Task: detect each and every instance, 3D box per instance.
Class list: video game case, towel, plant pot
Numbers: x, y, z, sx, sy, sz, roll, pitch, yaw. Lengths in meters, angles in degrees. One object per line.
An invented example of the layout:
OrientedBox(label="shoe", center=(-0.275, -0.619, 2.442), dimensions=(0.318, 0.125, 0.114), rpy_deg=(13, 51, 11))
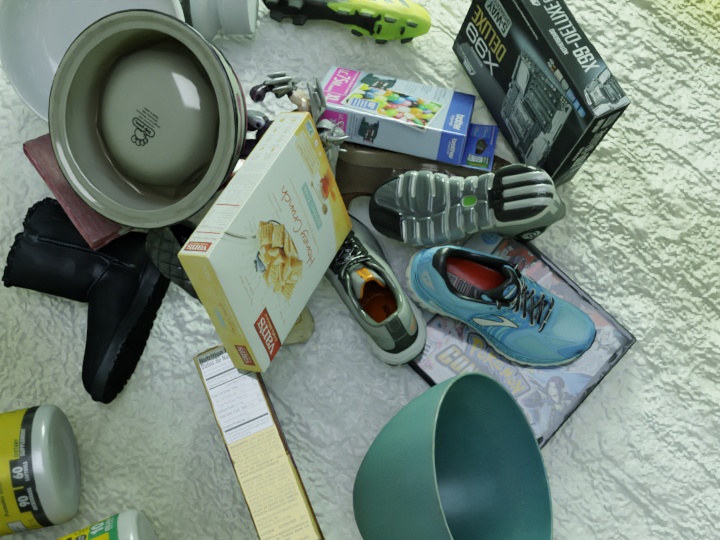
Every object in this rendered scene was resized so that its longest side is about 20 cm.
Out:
OrientedBox(label="video game case", center=(0.150, 0.069, 1.072), dimensions=(0.200, 0.026, 0.181), rpy_deg=(43, 79, 13))
OrientedBox(label="towel", center=(-0.235, -0.117, 1.108), dimensions=(0.198, 0.023, 0.145), rpy_deg=(-29, 70, -29))
OrientedBox(label="plant pot", center=(0.071, 0.209, 0.965), dimensions=(0.133, 0.199, 0.204), rpy_deg=(-21, 70, 33))

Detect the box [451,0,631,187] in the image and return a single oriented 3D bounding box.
OrientedBox(label="box", center=(0.180, -0.205, 1.082), dimensions=(0.049, 0.158, 0.202), rpy_deg=(-22, 74, -20))

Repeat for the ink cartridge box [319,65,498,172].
OrientedBox(label="ink cartridge box", center=(0.050, -0.163, 1.104), dimensions=(0.197, 0.043, 0.120), rpy_deg=(15, 31, 4))

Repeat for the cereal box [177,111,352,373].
OrientedBox(label="cereal box", center=(-0.081, -0.028, 0.964), dimensions=(0.039, 0.145, 0.201), rpy_deg=(5, 47, 28))

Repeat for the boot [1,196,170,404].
OrientedBox(label="boot", center=(-0.290, 0.022, 1.076), dimensions=(0.160, 0.074, 0.201), rpy_deg=(18, 68, 4))

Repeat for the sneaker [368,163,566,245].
OrientedBox(label="sneaker", center=(0.114, -0.053, 1.054), dimensions=(0.197, 0.115, 0.076), rpy_deg=(-1, 77, 30))

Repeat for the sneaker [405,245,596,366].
OrientedBox(label="sneaker", center=(0.141, 0.034, 1.015), dimensions=(0.197, 0.090, 0.080), rpy_deg=(22, 74, -7))

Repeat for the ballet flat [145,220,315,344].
OrientedBox(label="ballet flat", center=(-0.130, 0.015, 1.058), dimensions=(0.198, 0.057, 0.067), rpy_deg=(32, 60, -13))

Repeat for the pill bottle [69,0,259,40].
OrientedBox(label="pill bottle", center=(-0.215, -0.309, 1.151), dimensions=(0.196, 0.114, 0.116), rpy_deg=(2, 73, 2))

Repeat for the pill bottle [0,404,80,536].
OrientedBox(label="pill bottle", center=(-0.379, 0.202, 1.003), dimensions=(0.196, 0.114, 0.116), rpy_deg=(-11, 73, -1))

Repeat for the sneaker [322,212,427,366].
OrientedBox(label="sneaker", center=(0.000, 0.000, 1.059), dimensions=(0.073, 0.080, 0.201), rpy_deg=(-34, 58, -3))

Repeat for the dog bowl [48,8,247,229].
OrientedBox(label="dog bowl", center=(-0.196, -0.145, 1.006), dimensions=(0.196, 0.074, 0.204), rpy_deg=(3, 100, 16))

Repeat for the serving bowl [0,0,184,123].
OrientedBox(label="serving bowl", center=(-0.268, -0.242, 1.076), dimensions=(0.196, 0.066, 0.204), rpy_deg=(2, 105, 8))

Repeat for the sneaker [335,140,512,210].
OrientedBox(label="sneaker", center=(0.070, -0.092, 1.109), dimensions=(0.196, 0.071, 0.077), rpy_deg=(8, 116, -6))

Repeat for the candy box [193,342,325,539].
OrientedBox(label="candy box", center=(-0.095, 0.176, 1.001), dimensions=(0.056, 0.117, 0.203), rpy_deg=(-21, 73, -5))

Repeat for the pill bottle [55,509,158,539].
OrientedBox(label="pill bottle", center=(-0.281, 0.310, 0.968), dimensions=(0.197, 0.113, 0.114), rpy_deg=(-21, 74, -4))

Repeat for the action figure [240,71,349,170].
OrientedBox(label="action figure", center=(-0.102, -0.134, 1.057), dimensions=(0.197, 0.069, 0.133), rpy_deg=(4, 104, 20))

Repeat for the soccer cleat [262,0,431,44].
OrientedBox(label="soccer cleat", center=(-0.014, -0.310, 1.171), dimensions=(0.197, 0.065, 0.085), rpy_deg=(13, 72, 6))
